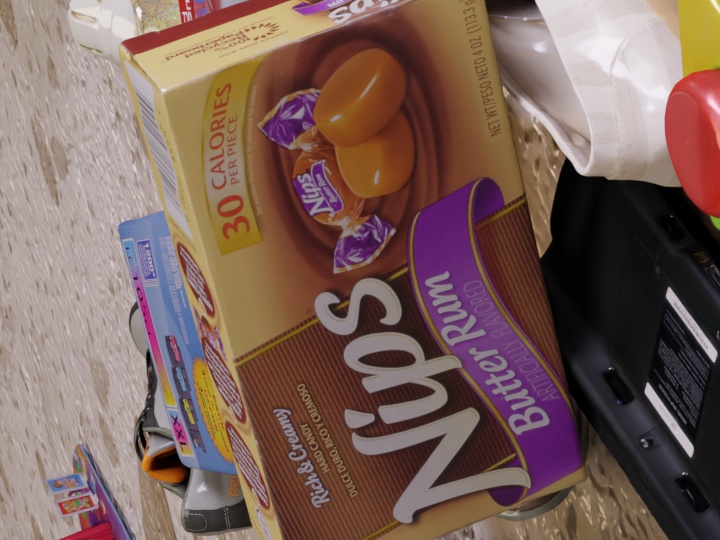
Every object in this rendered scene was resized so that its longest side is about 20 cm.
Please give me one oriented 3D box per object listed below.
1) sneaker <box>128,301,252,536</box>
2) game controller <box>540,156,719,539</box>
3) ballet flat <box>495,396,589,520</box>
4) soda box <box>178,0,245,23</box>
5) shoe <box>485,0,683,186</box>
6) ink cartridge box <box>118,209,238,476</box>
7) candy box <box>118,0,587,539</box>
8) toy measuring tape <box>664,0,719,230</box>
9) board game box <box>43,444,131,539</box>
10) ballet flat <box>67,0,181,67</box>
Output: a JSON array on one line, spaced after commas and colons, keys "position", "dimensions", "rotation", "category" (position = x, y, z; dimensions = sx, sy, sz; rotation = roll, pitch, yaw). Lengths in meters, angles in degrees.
[{"position": [-0.095, 0.074, 1.539], "dimensions": [0.200, 0.079, 0.074], "rotation": [-126, 24, -51], "category": "sneaker"}, {"position": [0.114, 0.042, 0.938], "dimensions": [0.200, 0.042, 0.105], "rotation": [57, 142, 41], "category": "game controller"}, {"position": [0.048, 0.046, 1.116], "dimensions": [0.064, 0.067, 0.200], "rotation": [52, 180, -39], "category": "ballet flat"}, {"position": [-0.035, -0.066, 1.212], "dimensions": [0.070, 0.063, 0.201], "rotation": [-165, 67, -70], "category": "soda box"}, {"position": [0.059, -0.099, 0.935], "dimensions": [0.070, 0.053, 0.200], "rotation": [91, 156, -44], "category": "shoe"}, {"position": [-0.048, 0.028, 1.357], "dimensions": [0.200, 0.076, 0.137], "rotation": [173, 81, -71], "category": "ink cartridge box"}, {"position": [0.000, 0.000, 0.957], "dimensions": [0.056, 0.116, 0.201], "rotation": [-134, 27, -61], "category": "candy box"}, {"position": [0.117, -0.075, 0.753], "dimensions": [0.074, 0.073, 0.201], "rotation": [-134, 32, -57], "category": "toy measuring tape"}, {"position": [-0.196, 0.233, 2.060], "dimensions": [0.200, 0.039, 0.159], "rotation": [-124, 24, -45], "category": "board game box"}, {"position": [-0.133, -0.151, 1.471], "dimensions": [0.071, 0.070, 0.200], "rotation": [91, 156, -44], "category": "ballet flat"}]
